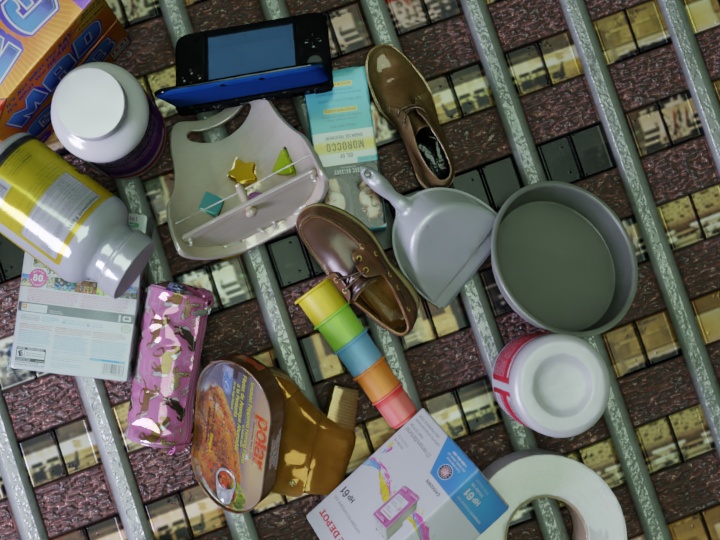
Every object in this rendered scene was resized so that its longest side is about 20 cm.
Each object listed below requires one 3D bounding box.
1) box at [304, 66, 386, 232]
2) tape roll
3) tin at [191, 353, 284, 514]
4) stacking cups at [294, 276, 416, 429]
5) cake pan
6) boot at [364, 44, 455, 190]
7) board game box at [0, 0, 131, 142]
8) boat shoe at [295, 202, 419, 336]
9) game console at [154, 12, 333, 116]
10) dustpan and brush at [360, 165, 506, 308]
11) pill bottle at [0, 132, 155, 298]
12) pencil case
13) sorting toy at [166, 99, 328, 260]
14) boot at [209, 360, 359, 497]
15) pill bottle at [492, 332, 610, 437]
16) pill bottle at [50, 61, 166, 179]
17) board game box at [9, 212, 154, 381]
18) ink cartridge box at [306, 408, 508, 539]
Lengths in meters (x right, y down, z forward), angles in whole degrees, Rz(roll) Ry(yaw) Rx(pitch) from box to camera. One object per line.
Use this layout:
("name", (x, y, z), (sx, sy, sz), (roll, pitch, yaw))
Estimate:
("box", (-0.020, -0.146, 1.325), (0.081, 0.049, 0.204), (-8, 87, -2))
("tape roll", (0.221, 0.324, 1.296), (0.198, 0.071, 0.207), (0, 87, -3))
("tin", (-0.145, 0.194, 1.257), (0.111, 0.042, 0.203), (25, 119, 29))
("stacking cups", (-0.005, 0.106, 1.309), (0.060, 0.061, 0.202), (-32, 91, -4))
("cake pan", (0.246, -0.011, 1.302), (0.196, 0.037, 0.204), (6, 68, -15))
("boot", (0.067, -0.197, 1.320), (0.073, 0.075, 0.203), (-26, 87, -2))
("board game box", (-0.422, -0.287, 1.244), (0.199, 0.200, 0.201), (41, 86, 0))
("boat shoe", (0.000, 0.001, 1.277), (0.072, 0.068, 0.200), (-38, 109, 18))
("game console", (-0.137, -0.258, 1.257), (0.196, 0.119, 0.173), (-8, 61, 3))
("dustpan and brush", (0.074, -0.062, 1.297), (0.140, 0.057, 0.199), (-50, 128, 2))
("pill bottle", (-0.338, -0.058, 1.215), (0.199, 0.112, 0.113), (36, 86, 1))
("pencil case", (-0.232, 0.116, 1.286), (0.081, 0.086, 0.204), (10, 87, -23))
("sorting toy", (-0.150, -0.129, 1.300), (0.197, 0.107, 0.182), (-26, 73, 4))
("boot", (-0.103, 0.195, 1.292), (0.197, 0.071, 0.147), (15, 87, -4))
("pill bottle", (0.215, 0.130, 1.242), (0.110, 0.200, 0.115), (0, 87, -2))
("pill bottle", (-0.295, -0.176, 1.241), (0.110, 0.200, 0.115), (0, 87, -2))
("board game box", (-0.339, 0.026, 1.297), (0.145, 0.064, 0.204), (7, 87, -1))
("ink cartridge box", (0.051, 0.286, 1.248), (0.200, 0.144, 0.085), (-43, 124, -3))
